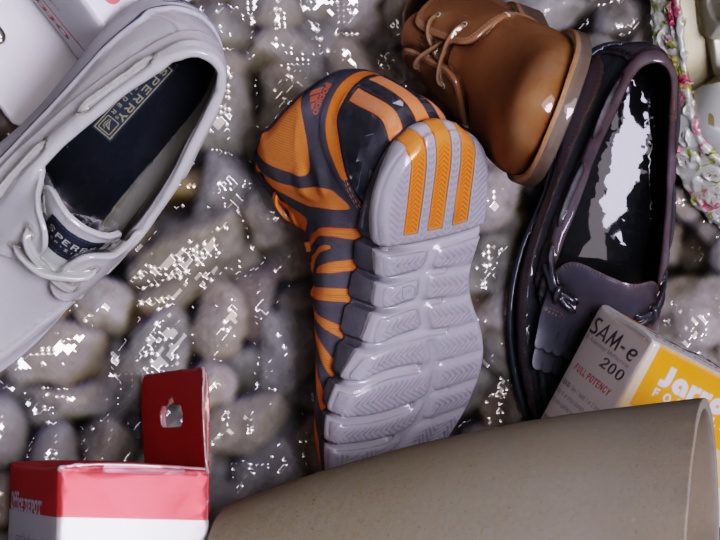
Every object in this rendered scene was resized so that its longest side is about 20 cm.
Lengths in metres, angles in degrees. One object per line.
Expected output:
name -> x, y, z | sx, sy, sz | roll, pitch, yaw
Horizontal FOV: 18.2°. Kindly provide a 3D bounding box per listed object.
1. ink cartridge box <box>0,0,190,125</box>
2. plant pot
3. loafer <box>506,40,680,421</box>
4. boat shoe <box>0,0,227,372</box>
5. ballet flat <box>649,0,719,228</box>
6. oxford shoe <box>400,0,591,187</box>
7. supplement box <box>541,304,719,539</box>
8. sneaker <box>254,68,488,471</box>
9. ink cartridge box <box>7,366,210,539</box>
ink cartridge box -> -0.106, -0.170, 1.002 | 0.200, 0.068, 0.116 | -42, 100, -17
plant pot -> 0.040, 0.144, 0.911 | 0.198, 0.187, 0.189 | 0, 85, 13
loafer -> 0.114, -0.011, 1.065 | 0.071, 0.063, 0.202 | 8, 90, -10
boat shoe -> -0.124, -0.024, 0.952 | 0.072, 0.066, 0.200 | 39, 99, -26
ballet flat -> 0.176, -0.113, 1.095 | 0.075, 0.064, 0.202 | -14, 97, -8
oxford shoe -> 0.053, -0.087, 0.995 | 0.071, 0.200, 0.072 | 21, 100, -13
supplement box -> 0.126, 0.136, 1.034 | 0.125, 0.074, 0.201 | 26, 96, -16
sneaker -> 0.000, 0.000, 1.028 | 0.077, 0.112, 0.201 | -8, 123, -33
ink cartridge box -> -0.110, 0.142, 0.953 | 0.067, 0.116, 0.202 | 3, 84, -19
